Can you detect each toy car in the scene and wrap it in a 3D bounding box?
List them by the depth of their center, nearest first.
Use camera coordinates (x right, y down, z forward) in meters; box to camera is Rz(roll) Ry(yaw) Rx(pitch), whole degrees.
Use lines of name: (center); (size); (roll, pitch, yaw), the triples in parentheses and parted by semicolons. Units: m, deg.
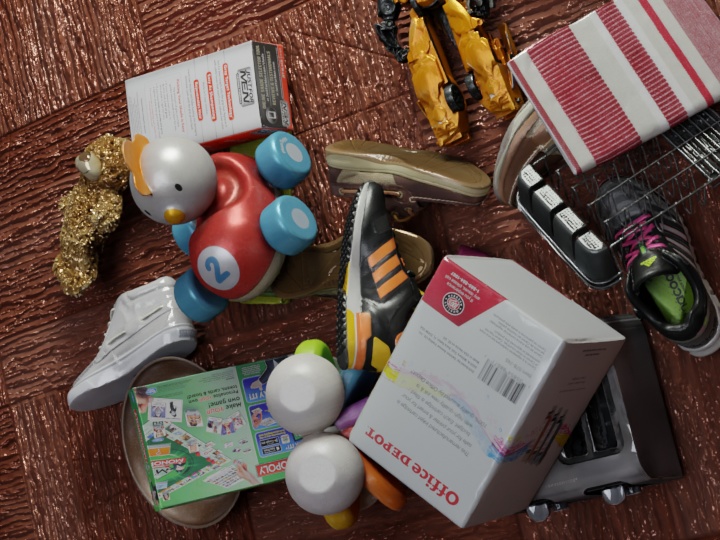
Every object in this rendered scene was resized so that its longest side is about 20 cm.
toy car: (-0.004, 0.163, 1.625); (0.149, 0.175, 0.201); (-16, 81, 11)
toy car: (-0.181, -0.072, 1.668); (0.184, 0.199, 0.178); (-36, 44, 33)

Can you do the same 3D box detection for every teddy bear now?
teddy bear: (-0.328, -0.068, 1.853); (0.201, 0.066, 0.145); (-62, 23, 27)

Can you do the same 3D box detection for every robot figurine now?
robot figurine: (0.095, -0.239, 1.626); (0.145, 0.058, 0.201); (-24, 78, 28)

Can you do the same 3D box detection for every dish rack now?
dish rack: (0.261, -0.090, 1.483); (0.199, 0.055, 0.154); (-33, 52, -6)

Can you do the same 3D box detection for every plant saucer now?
plant saucer: (-0.196, 0.196, 1.793); (0.200, 0.037, 0.202); (7, 101, 38)

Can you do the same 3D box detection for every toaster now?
toaster: (0.203, 0.136, 1.524); (0.180, 0.118, 0.201); (-17, 81, 29)

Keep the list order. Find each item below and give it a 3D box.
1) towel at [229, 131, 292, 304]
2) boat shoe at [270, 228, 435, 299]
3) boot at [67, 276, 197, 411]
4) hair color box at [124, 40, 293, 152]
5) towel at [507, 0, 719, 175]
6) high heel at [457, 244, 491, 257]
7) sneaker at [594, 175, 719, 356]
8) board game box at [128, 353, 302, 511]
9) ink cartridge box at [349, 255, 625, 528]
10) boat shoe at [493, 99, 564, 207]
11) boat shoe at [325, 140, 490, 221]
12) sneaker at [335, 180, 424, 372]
towel: (-0.118, -0.062, 1.774); (0.086, 0.018, 0.201); (1, 90, 30)
boat shoe: (0.000, 0.000, 1.673); (0.199, 0.072, 0.073); (-11, 75, 30)
boot: (-0.279, 0.087, 1.849); (0.199, 0.073, 0.096); (-31, 62, 24)
hair color box: (-0.176, -0.190, 1.774); (0.199, 0.061, 0.102); (-10, 85, 37)
towel: (0.260, -0.192, 1.492); (0.199, 0.023, 0.144); (-28, 68, -2)
high heel: (0.079, 0.049, 1.568); (0.096, 0.200, 0.068); (41, 137, 19)
sneaker: (0.283, -0.010, 1.489); (0.074, 0.087, 0.201); (-32, 71, 20)
board game box: (-0.143, 0.175, 1.698); (0.029, 0.199, 0.135); (148, 110, -66)
ink cartridge box: (0.116, 0.109, 1.423); (0.145, 0.144, 0.201); (36, 107, 26)
boat shoe: (0.201, -0.146, 1.554); (0.072, 0.076, 0.201); (36, 109, 24)
boat shoe: (0.048, -0.087, 1.645); (0.199, 0.072, 0.072); (13, 112, 30)
sneaker: (0.025, 0.008, 1.588); (0.089, 0.070, 0.201); (7, 73, -8)
